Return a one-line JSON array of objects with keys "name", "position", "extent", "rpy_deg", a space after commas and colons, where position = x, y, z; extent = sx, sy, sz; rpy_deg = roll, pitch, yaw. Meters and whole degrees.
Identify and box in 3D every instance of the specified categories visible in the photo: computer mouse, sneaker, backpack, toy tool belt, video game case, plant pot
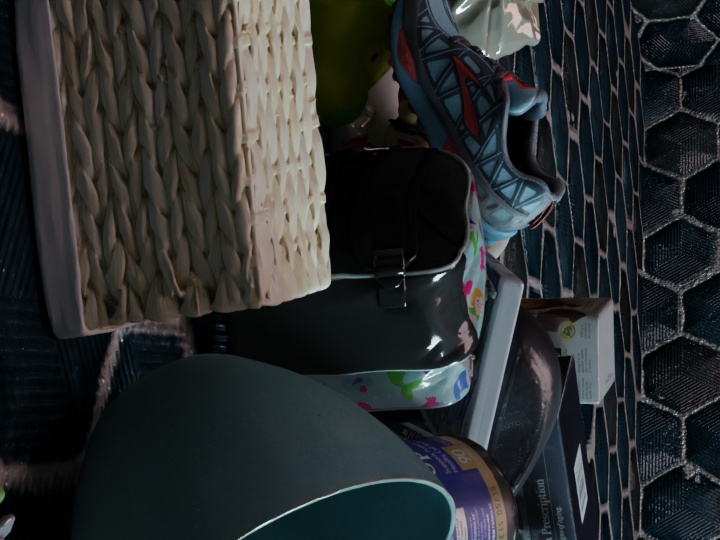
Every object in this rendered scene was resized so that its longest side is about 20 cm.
[{"name": "computer mouse", "position": [0.105, 0.121, 1.180], "extent": [0.139, 0.053, 0.200], "rpy_deg": [-101, -157, -75]}, {"name": "sneaker", "position": [0.091, -0.123, 1.186], "extent": [0.079, 0.095, 0.200], "rpy_deg": [-20, 89, -58]}, {"name": "backpack", "position": [0.000, 0.000, 1.105], "extent": [0.200, 0.177, 0.151], "rpy_deg": [-83, 165, -56]}, {"name": "toy tool belt", "position": [0.075, -0.266, 1.407], "extent": [0.200, 0.125, 0.123], "rpy_deg": [47, -28, 48]}, {"name": "video game case", "position": [0.078, 0.059, 1.203], "extent": [0.200, 0.018, 0.143], "rpy_deg": [-121, -137, -80]}, {"name": "plant pot", "position": [-0.069, 0.122, 0.862], "extent": [0.135, 0.200, 0.200], "rpy_deg": [55, -1, 30]}]

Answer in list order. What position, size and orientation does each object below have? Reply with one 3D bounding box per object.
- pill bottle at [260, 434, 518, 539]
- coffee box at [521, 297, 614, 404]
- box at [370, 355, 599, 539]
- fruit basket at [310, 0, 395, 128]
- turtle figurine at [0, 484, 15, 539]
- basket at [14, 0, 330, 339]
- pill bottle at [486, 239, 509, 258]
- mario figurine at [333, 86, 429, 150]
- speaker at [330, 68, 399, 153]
[{"name": "pill bottle", "position": [-0.005, 0.169, 1.043], "extent": [0.200, 0.112, 0.112], "rpy_deg": [-4, 90, -42]}, {"name": "coffee box", "position": [0.117, 0.068, 1.455], "extent": [0.113, 0.200, 0.080], "rpy_deg": [-24, 113, -74]}, {"name": "box", "position": [0.095, 0.185, 1.385], "extent": [0.104, 0.182, 0.200], "rpy_deg": [-62, 144, -61]}, {"name": "fruit basket", "position": [-0.001, -0.217, 1.243], "extent": [0.216, 0.155, 0.216], "rpy_deg": [-21, 90, -79]}, {"name": "turtle figurine", "position": [-0.174, 0.078, 0.543], "extent": [0.144, 0.200, 0.194], "rpy_deg": [132, -40, -62]}, {"name": "basket", "position": [-0.094, -0.070, 0.883], "extent": [0.136, 0.123, 0.200], "rpy_deg": [-19, 105, -73]}, {"name": "pill bottle", "position": [0.071, -0.069, 1.481], "extent": [0.200, 0.116, 0.117], "rpy_deg": [44, 44, -66]}, {"name": "mario figurine", "position": [0.022, -0.076, 1.248], "extent": [0.200, 0.123, 0.106], "rpy_deg": [-59, -173, -23]}, {"name": "speaker", "position": [0.014, -0.091, 1.352], "extent": [0.081, 0.081, 0.200], "rpy_deg": [46, 43, -66]}]
